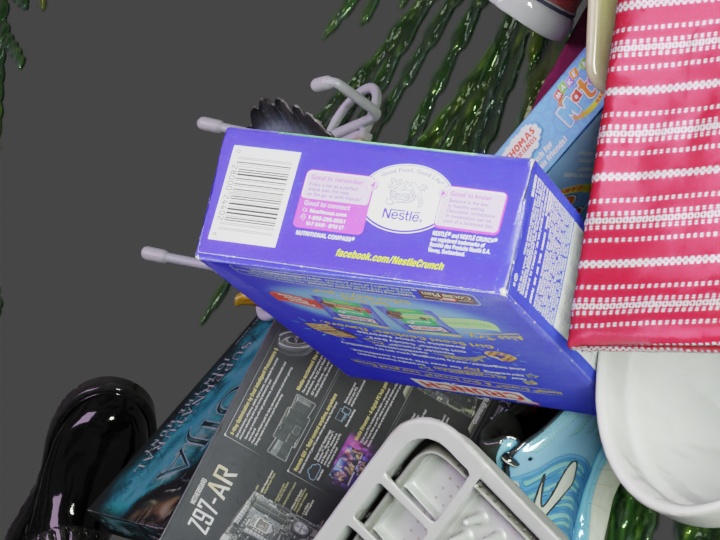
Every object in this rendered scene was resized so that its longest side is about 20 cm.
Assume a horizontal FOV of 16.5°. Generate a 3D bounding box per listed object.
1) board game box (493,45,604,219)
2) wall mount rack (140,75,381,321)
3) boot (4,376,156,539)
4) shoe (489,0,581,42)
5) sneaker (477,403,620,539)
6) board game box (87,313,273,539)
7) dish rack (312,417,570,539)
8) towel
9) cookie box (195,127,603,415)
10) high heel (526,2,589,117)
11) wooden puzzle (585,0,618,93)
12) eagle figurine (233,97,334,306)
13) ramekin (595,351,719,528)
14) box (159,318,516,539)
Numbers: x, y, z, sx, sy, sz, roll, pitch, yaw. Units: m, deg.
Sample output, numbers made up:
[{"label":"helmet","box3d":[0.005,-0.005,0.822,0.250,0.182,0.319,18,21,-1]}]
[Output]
[{"label":"board game box","box3d":[0.158,-0.090,1.352,0.200,0.151,0.037,-51,62,28]},{"label":"wall mount rack","box3d":[-0.067,-0.060,1.778,0.174,0.075,0.200,-18,44,55]},{"label":"boot","box3d":[-0.206,0.200,1.845,0.158,0.079,0.211,-103,33,-58]},{"label":"shoe","box3d":[0.123,-0.206,1.532,0.091,0.071,0.200,-55,3,17]},{"label":"sneaker","box3d":[0.091,0.118,1.372,0.078,0.090,0.200,26,93,63]},{"label":"board game box","box3d":[-0.088,0.104,1.688,0.200,0.028,0.135,-50,23,-19]},{"label":"dish rack","box3d":[0.063,0.192,1.325,0.200,0.044,0.172,46,118,21]},{"label":"towel","box3d":[0.167,-0.060,1.159,0.145,0.022,0.200,-1,74,43]},{"label":"cookie box","box3d":[0.036,0.004,1.267,0.171,0.200,0.075,7,73,25]},{"label":"high heel","box3d":[0.127,-0.093,1.512,0.096,0.067,0.200,-84,17,-68]},{"label":"wooden puzzle","box3d":[0.199,-0.179,1.200,0.200,0.037,0.185,1,87,36]},{"label":"eagle figurine","box3d":[-0.007,-0.001,1.570,0.152,0.151,0.200,144,134,-61]},{"label":"ramekin","box3d":[0.216,0.038,1.197,0.200,0.105,0.200,-39,39,41]},{"label":"box","box3d":[-0.005,0.114,1.477,0.200,0.160,0.044,-63,-8,9]}]
